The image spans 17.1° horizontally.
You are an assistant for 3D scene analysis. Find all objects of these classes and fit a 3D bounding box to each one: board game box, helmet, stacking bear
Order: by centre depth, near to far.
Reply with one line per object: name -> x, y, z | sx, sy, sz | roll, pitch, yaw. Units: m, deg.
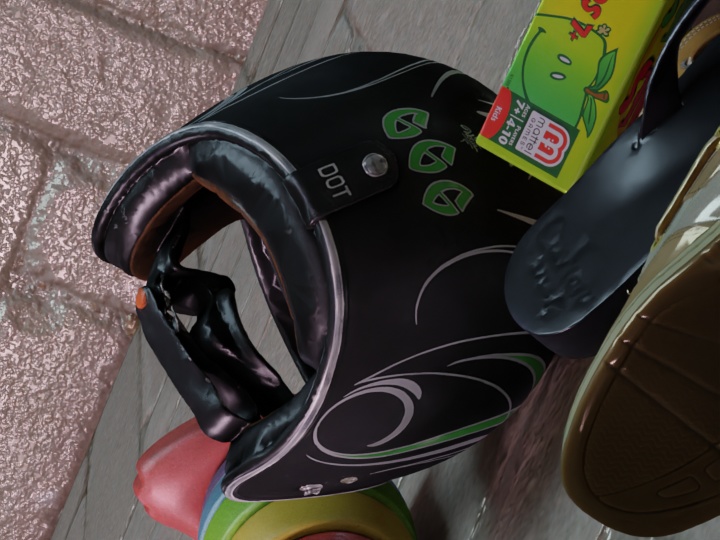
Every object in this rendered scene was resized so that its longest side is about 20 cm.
board game box -> 0.122, -0.135, 0.965 | 0.201, 0.047, 0.101 | -66, -16, 19
helmet -> 0.000, 0.000, 1.050 | 0.199, 0.190, 0.202 | 10, 104, 42
stacking bear -> -0.023, 0.148, 1.113 | 0.113, 0.122, 0.200 | -35, 26, 4

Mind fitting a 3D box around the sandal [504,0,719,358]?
sandal -> 0.119, -0.055, 0.782 | 0.200, 0.043, 0.076 | -49, 34, 6

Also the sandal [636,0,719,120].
sandal -> 0.130, -0.066, 0.872 | 0.201, 0.054, 0.082 | -82, 16, -52

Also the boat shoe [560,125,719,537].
boat shoe -> 0.129, -0.007, 0.734 | 0.201, 0.074, 0.066 | -55, 11, 18
